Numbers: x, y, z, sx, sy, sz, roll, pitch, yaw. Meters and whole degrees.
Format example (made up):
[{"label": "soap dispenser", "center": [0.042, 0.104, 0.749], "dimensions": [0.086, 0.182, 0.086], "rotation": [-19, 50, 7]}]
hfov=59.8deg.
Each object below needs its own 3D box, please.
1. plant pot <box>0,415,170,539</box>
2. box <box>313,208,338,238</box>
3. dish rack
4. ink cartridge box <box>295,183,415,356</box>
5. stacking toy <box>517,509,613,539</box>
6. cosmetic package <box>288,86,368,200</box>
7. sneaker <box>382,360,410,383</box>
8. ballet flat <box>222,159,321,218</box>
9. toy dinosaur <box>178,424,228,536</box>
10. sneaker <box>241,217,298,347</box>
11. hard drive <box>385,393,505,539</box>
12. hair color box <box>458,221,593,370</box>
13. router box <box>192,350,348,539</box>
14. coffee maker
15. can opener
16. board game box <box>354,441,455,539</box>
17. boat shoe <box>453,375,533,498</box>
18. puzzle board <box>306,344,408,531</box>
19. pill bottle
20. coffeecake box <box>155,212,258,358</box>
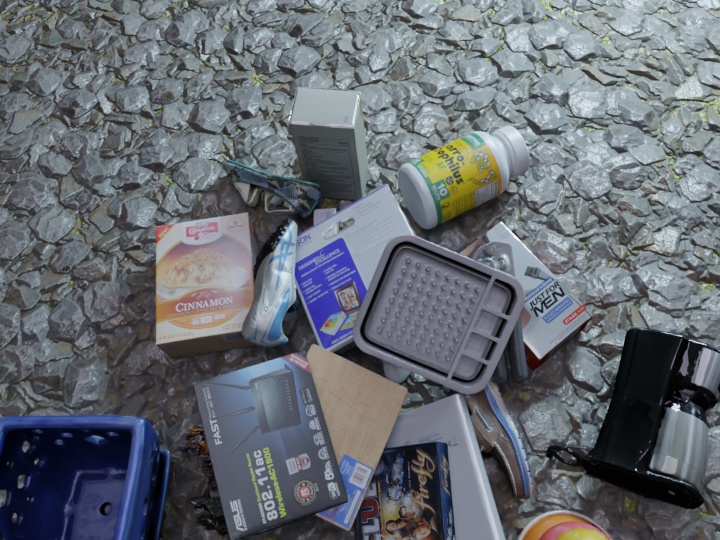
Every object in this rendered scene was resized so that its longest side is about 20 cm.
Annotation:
[{"label": "plant pot", "center": [-0.355, 0.305, 0.804], "dimensions": [0.197, 0.180, 0.202], "rotation": [0, 64, 3]}, {"label": "box", "center": [-0.055, -0.005, 1.008], "dimensions": [0.041, 0.039, 0.202], "rotation": [-4, 65, 4]}, {"label": "dish rack", "center": [0.103, 0.056, 0.847], "dimensions": [0.198, 0.044, 0.173], "rotation": [22, 100, -2]}, {"label": "ink cartridge box", "center": [0.000, 0.000, 0.935], "dimensions": [0.197, 0.043, 0.201], "rotation": [-28, 63, 7]}, {"label": "stacking toy", "center": [0.265, 0.353, 0.734], "dimensions": [0.144, 0.200, 0.148], "rotation": [-1, 65, 3]}, {"label": "cosmetic package", "center": [-0.046, -0.198, 1.008], "dimensions": [0.104, 0.200, 0.072], "rotation": [7, 65, 6]}, {"label": "sneaker", "center": [0.038, 0.075, 0.958], "dimensions": [0.087, 0.075, 0.202], "rotation": [-5, 61, 18]}, {"label": "ballet flat", "center": [-0.161, -0.134, 1.055], "dimensions": [0.198, 0.074, 0.075], "rotation": [18, 67, 26]}, {"label": "toy dinosaur", "center": [-0.166, 0.281, 0.858], "dimensions": [0.198, 0.103, 0.136], "rotation": [6, 46, 30]}, {"label": "sneaker", "center": [-0.121, 0.018, 0.924], "dimensions": [0.072, 0.072, 0.202], "rotation": [23, 62, -26]}, {"label": "hard drive", "center": [0.106, 0.284, 0.841], "dimensions": [0.131, 0.026, 0.202], "rotation": [-26, 63, 25]}, {"label": "hair color box", "center": [0.239, 0.037, 0.958], "dimensions": [0.111, 0.064, 0.200], "rotation": [-36, 67, -11]}, {"label": "router box", "center": [-0.115, 0.218, 0.796], "dimensions": [0.148, 0.062, 0.202], "rotation": [-16, 75, -12]}, {"label": "coffee maker", "center": [0.378, 0.184, 0.843], "dimensions": [0.190, 0.135, 0.201], "rotation": [20, 67, 13]}, {"label": "can opener", "center": [0.203, 0.058, 0.895], "dimensions": [0.053, 0.067, 0.202], "rotation": [-8, 80, 16]}, {"label": "board game box", "center": [0.055, 0.334, 0.813], "dimensions": [0.134, 0.035, 0.202], "rotation": [-17, 62, 29]}, {"label": "boat shoe", "center": [0.177, 0.225, 0.877], "dimensions": [0.072, 0.072, 0.201], "rotation": [-19, 55, 0]}, {"label": "puzzle board", "center": [-0.042, 0.221, 0.847], "dimensions": [0.149, 0.017, 0.201], "rotation": [24, 73, 3]}, {"label": "pill bottle", "center": [0.171, -0.158, 1.025], "dimensions": [0.198, 0.113, 0.113], "rotation": [-25, 66, -8]}, {"label": "coffeecake box", "center": [-0.237, 0.022, 0.987], "dimensions": [0.152, 0.073, 0.202], "rotation": [-9, 64, -1]}]
